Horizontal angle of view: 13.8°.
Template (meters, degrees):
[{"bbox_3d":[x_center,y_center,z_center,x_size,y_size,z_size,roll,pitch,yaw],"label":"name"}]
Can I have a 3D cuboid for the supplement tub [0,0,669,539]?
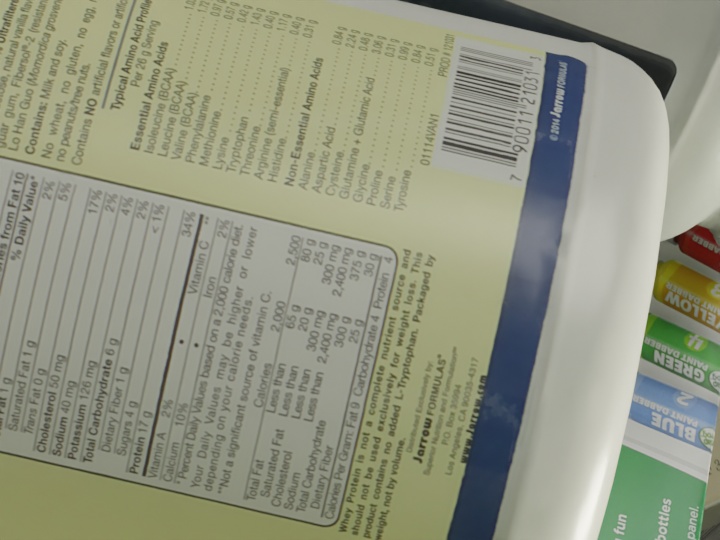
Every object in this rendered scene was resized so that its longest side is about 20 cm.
[{"bbox_3d":[-0.045,0.004,0.633,0.198,0.146,0.146,13,46,-1],"label":"supplement tub"}]

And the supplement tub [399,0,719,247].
[{"bbox_3d":[0.035,-0.089,0.727,0.199,0.141,0.141,19,46,-8],"label":"supplement tub"}]

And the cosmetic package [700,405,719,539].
[{"bbox_3d":[0.031,0.002,0.862,0.103,0.073,0.201,-19,69,-43],"label":"cosmetic package"}]

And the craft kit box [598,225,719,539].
[{"bbox_3d":[0.000,0.000,0.773,0.196,0.049,0.201,16,57,-7],"label":"craft kit box"}]
